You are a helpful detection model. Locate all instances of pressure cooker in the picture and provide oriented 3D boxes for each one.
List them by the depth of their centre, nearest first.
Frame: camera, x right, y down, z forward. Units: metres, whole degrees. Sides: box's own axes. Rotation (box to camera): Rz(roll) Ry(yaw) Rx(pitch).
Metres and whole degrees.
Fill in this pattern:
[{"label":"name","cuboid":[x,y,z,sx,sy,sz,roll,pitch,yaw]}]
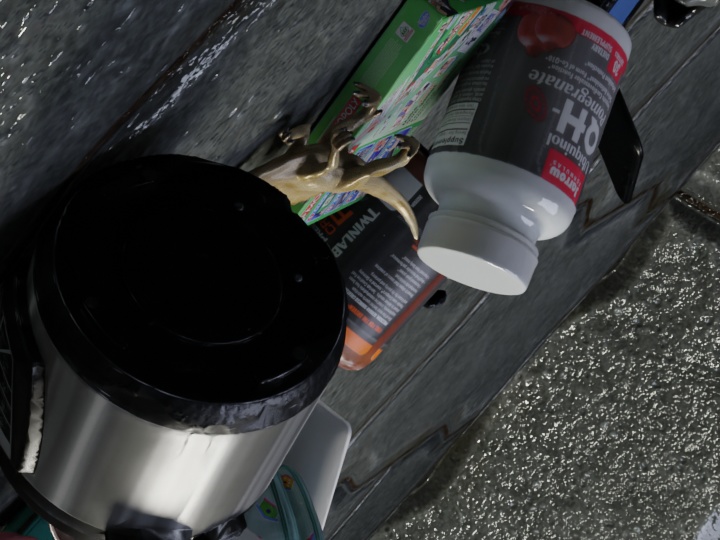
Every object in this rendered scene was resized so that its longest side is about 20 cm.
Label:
[{"label":"pressure cooker","cuboid":[-0.112,0.059,1.196,0.176,0.179,0.200,-43,169,-39]}]

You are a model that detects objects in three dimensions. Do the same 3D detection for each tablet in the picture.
[{"label":"tablet","cuboid":[-0.071,0.199,1.918,0.014,0.130,0.200,3,110,-38]}]

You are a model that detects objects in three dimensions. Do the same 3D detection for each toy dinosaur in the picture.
[{"label":"toy dinosaur","cuboid":[-0.014,-0.069,1.418,0.200,0.058,0.101,2,145,-48]}]

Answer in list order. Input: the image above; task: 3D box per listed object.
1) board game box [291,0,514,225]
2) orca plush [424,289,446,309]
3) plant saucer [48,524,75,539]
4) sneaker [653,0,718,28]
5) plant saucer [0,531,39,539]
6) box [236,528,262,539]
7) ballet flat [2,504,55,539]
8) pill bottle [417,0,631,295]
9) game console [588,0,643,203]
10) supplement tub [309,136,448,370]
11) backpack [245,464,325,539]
[{"label":"board game box","cuboid":[0.018,-0.114,1.489,0.200,0.029,0.135,-52,168,27]},{"label":"orca plush","cuboid":[0.003,-0.001,1.823,0.200,0.105,0.071,-21,116,-41]},{"label":"plant saucer","cuboid":[-0.142,0.113,1.515,0.200,0.034,0.200,-29,139,-29]},{"label":"sneaker","cuboid":[0.302,-0.273,1.891,0.091,0.066,0.200,-64,180,-28]},{"label":"plant saucer","cuboid":[-0.296,0.241,1.465,0.200,0.051,0.201,-41,166,-13]},{"label":"box","cuboid":[-0.157,0.288,1.673,0.199,0.200,0.131,-42,-161,25]},{"label":"ballet flat","cuboid":[-0.191,0.152,1.596,0.200,0.067,0.070,-44,-166,-14]},{"label":"pill bottle","cuboid":[0.110,-0.090,1.538,0.111,0.111,0.200,90,20,-76]},{"label":"game console","cuboid":[0.235,-0.175,1.849,0.176,0.116,0.200,-53,171,-7]},{"label":"supplement tub","cuboid":[0.000,0.000,1.634,0.200,0.107,0.107,-48,170,4]},{"label":"backpack","cuboid":[-0.115,0.232,1.828,0.153,0.176,0.200,-7,144,-20]}]
